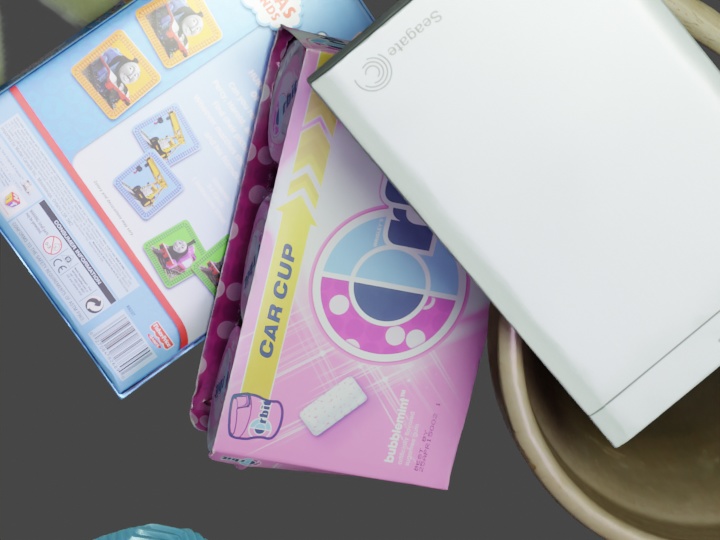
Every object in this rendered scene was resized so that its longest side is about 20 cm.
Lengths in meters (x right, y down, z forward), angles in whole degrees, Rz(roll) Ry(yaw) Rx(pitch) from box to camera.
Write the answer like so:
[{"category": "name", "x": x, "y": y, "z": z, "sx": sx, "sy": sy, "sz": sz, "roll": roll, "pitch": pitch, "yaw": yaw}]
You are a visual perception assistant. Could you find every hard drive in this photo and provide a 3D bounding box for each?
[{"category": "hard drive", "x": 0.092, "y": -0.044, "z": 1.059, "sx": 0.132, "sy": 0.027, "sz": 0.200, "roll": -40, "pitch": 100, "yaw": 3}]

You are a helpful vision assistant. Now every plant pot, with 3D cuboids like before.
[{"category": "plant pot", "x": 0.143, "y": 0.020, "z": 1.179, "sx": 0.200, "sy": 0.175, "sz": 0.200, "roll": -1, "pitch": 98, "yaw": -9}]

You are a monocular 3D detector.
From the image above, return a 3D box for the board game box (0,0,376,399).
[{"category": "board game box", "x": -0.074, "y": -0.059, "z": 1.207, "sx": 0.200, "sy": 0.037, "sz": 0.151, "roll": -35, "pitch": 101, "yaw": -2}]

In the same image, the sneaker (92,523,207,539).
[{"category": "sneaker", "x": -0.144, "y": 0.196, "z": 1.213, "sx": 0.200, "sy": 0.081, "sz": 0.077, "roll": -40, "pitch": 79, "yaw": -22}]

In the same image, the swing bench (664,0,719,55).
[{"category": "swing bench", "x": 0.180, "y": -0.193, "z": 1.107, "sx": 0.200, "sy": 0.130, "sz": 0.199, "roll": 33, "pitch": 99, "yaw": -5}]

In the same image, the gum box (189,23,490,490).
[{"category": "gum box", "x": 0.000, "y": 0.000, "z": 1.177, "sx": 0.113, "sy": 0.066, "sz": 0.200, "roll": 10, "pitch": 101, "yaw": -16}]
